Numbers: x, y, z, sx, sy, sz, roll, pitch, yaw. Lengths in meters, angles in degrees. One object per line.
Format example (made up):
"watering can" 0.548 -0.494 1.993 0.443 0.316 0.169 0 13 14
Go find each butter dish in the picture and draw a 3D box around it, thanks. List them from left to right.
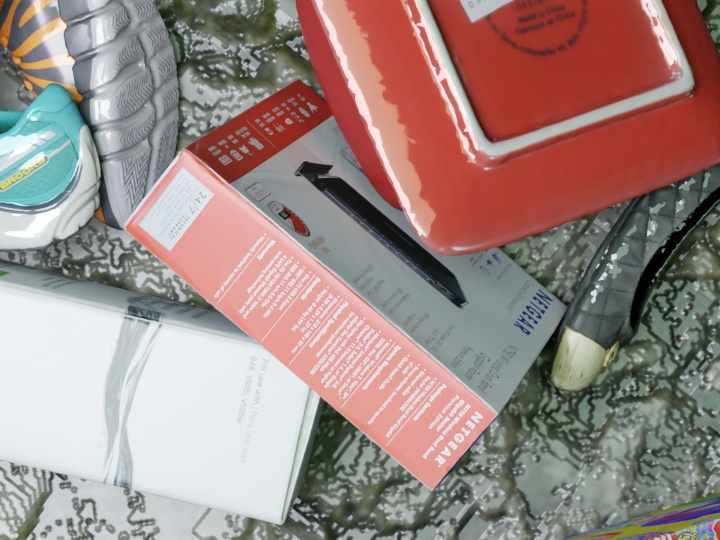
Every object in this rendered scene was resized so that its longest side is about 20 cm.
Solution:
"butter dish" 0.049 -0.107 1.246 0.200 0.148 0.200 -21 87 -30

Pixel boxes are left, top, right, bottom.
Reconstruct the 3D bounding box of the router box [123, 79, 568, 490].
"router box" 0.000 0.000 1.213 0.179 0.200 0.049 40 108 1

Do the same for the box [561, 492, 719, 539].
"box" 0.173 0.203 1.196 0.200 0.122 0.193 -12 87 -37

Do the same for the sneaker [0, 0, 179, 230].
"sneaker" -0.160 -0.116 1.290 0.112 0.078 0.201 -3 104 24

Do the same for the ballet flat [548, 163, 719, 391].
"ballet flat" 0.159 -0.021 1.276 0.057 0.066 0.200 36 88 9

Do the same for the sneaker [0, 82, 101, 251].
"sneaker" -0.221 -0.057 1.262 0.199 0.078 0.080 -1 114 14

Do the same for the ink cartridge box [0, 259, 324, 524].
"ink cartridge box" -0.117 0.053 1.239 0.199 0.147 0.083 13 92 2
